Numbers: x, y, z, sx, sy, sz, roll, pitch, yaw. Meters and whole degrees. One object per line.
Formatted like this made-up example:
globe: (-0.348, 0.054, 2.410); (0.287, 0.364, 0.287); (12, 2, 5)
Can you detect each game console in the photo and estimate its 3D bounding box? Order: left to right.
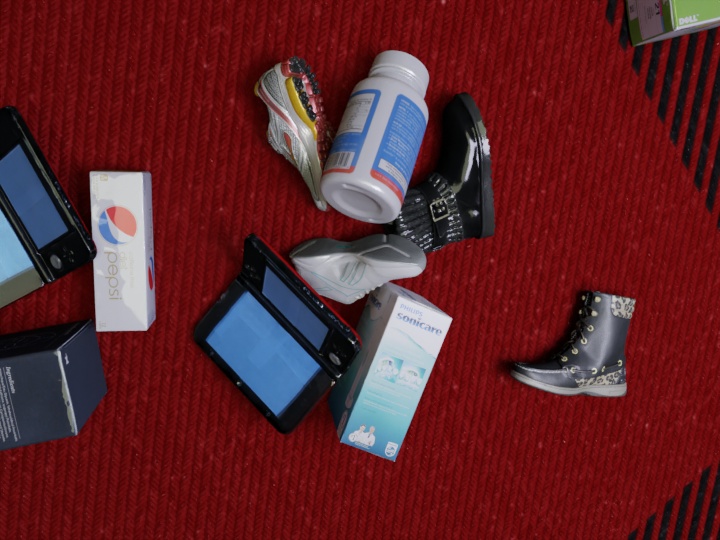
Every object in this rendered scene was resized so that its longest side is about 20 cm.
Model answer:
game console: (-0.447, -0.064, 0.733); (0.169, 0.119, 0.204); (-17, 105, 36)
game console: (-0.116, 0.087, 0.783); (0.200, 0.173, 0.119); (43, 64, 8)

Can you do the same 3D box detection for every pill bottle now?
pill bottle: (0.026, -0.175, 0.787); (0.110, 0.112, 0.205); (23, 72, -12)

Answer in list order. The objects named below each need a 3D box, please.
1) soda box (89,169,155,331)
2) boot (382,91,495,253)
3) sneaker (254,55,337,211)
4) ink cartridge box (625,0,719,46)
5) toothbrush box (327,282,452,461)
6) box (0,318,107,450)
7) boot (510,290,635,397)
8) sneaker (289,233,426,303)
soda box: (-0.310, -0.027, 0.795); (0.066, 0.064, 0.207); (0, 98, -10)
boot: (0.100, -0.127, 0.842); (0.153, 0.079, 0.217); (-11, 100, -8)
sneaker: (-0.078, -0.176, 0.817); (0.080, 0.078, 0.204); (-9, 111, 28)
ink cartridge box: (0.478, -0.373, 0.810); (0.144, 0.200, 0.078); (-15, 101, -7)
toothbrush box: (0.033, 0.128, 0.834); (0.083, 0.146, 0.205); (20, 93, -12)
box: (-0.440, 0.145, 0.753); (0.194, 0.148, 0.110); (-10, 100, -7)
boot: (0.325, 0.106, 0.919); (0.198, 0.073, 0.159); (7, 95, -17)
sneaker: (0.000, 0.000, 0.824); (0.195, 0.071, 0.082); (0, 118, 27)
